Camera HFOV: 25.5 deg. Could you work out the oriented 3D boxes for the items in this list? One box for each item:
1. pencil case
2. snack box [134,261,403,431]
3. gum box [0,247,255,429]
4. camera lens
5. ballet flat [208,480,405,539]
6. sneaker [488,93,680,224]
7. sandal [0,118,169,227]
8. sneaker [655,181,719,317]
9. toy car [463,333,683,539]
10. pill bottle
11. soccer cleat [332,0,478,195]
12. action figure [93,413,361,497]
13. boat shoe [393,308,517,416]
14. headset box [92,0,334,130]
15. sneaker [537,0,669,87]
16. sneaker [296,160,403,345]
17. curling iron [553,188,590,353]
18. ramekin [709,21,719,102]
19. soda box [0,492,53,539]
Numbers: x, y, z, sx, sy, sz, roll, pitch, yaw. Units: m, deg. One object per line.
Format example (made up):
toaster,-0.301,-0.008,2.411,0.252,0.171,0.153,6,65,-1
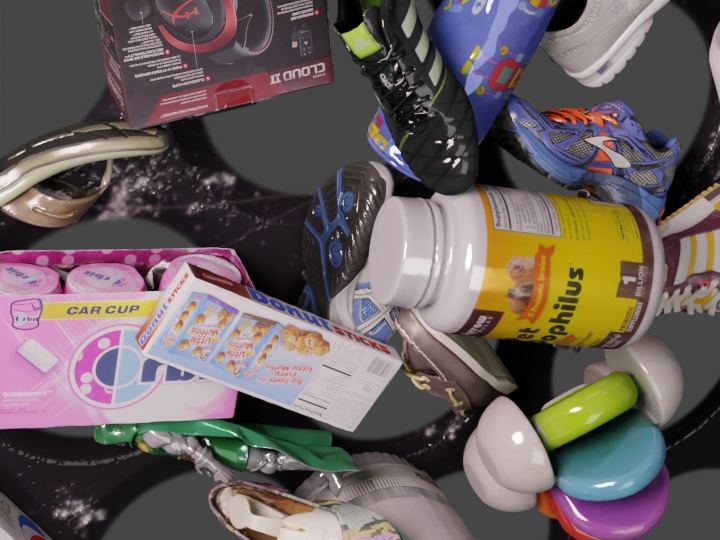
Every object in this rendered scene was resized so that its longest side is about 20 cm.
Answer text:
pencil case,0.077,-0.161,1.150,0.078,0.087,0.201,1,124,-53
snack box,-0.064,0.060,1.171,0.200,0.024,0.072,24,110,-35
gum box,-0.187,0.049,1.167,0.199,0.066,0.114,-1,120,-23
camera lens,0.028,0.265,1.307,0.159,0.200,0.161,-11,123,-17
ballet flat,-0.052,0.205,1.244,0.071,0.200,0.069,18,85,-41
sneaker,0.174,-0.103,1.239,0.200,0.075,0.079,20,101,-40
sandal,-0.222,-0.054,1.083,0.200,0.080,0.058,-23,108,2
sneaker,0.266,0.005,1.282,0.200,0.090,0.075,-36,163,-25
toy car,0.190,0.155,1.312,0.175,0.150,0.200,-26,165,-12
pill bottle,0.111,-0.004,1.152,0.199,0.109,0.110,6,117,-18
soccer cleat,0.022,-0.143,1.087,0.067,0.201,0.081,-21,179,33
action figure,-0.111,0.137,1.240,0.199,0.118,0.055,14,87,-19
boat shoe,0.067,0.072,1.259,0.059,0.072,0.200,-36,155,9
headset box,-0.103,-0.192,1.054,0.148,0.075,0.201,-16,124,-14
sneaker,0.195,-0.229,1.160,0.082,0.075,0.200,18,111,-32
sneaker,0.000,0.000,1.223,0.077,0.076,0.201,-8,131,-26
curling iron,0.177,0.002,1.279,0.025,0.050,0.200,14,145,13
ramekin,0.357,-0.166,1.202,0.202,0.202,0.094,-33,113,-2
soda box,-0.294,0.209,1.219,0.068,0.064,0.200,-36,127,1
